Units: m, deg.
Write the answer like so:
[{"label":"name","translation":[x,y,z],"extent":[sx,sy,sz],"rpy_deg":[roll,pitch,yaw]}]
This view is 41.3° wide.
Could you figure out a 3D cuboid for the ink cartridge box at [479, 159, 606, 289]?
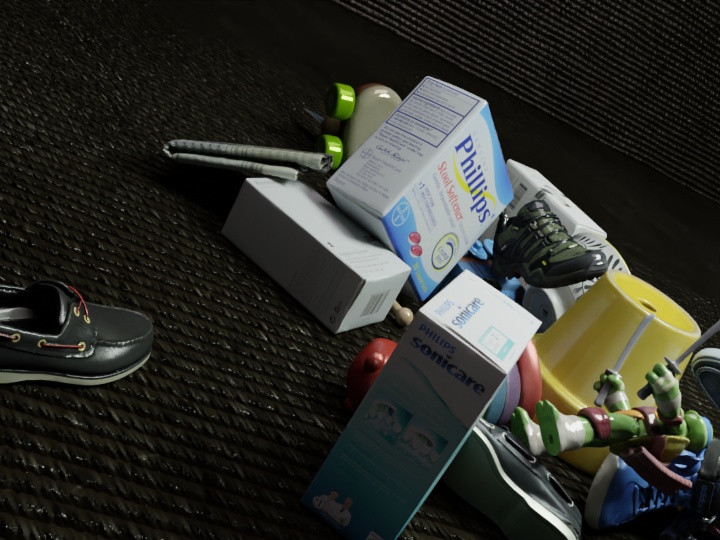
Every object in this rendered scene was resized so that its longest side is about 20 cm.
[{"label":"ink cartridge box","translation":[0.281,-0.062,1.555],"extent":[0.084,0.147,0.201],"rpy_deg":[14,28,-40]}]

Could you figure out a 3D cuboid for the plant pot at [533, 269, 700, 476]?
[{"label":"plant pot","translation":[0.295,0.111,1.135],"extent":[0.199,0.190,0.201],"rpy_deg":[25,21,-11]}]

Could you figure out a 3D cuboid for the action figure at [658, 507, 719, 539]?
[{"label":"action figure","translation":[0.417,0.288,1.069],"extent":[0.198,0.105,0.194],"rpy_deg":[-25,52,-20]}]

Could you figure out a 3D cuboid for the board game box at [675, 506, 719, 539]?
[{"label":"board game box","translation":[0.451,0.279,1.175],"extent":[0.198,0.039,0.158],"rpy_deg":[31,21,2]}]

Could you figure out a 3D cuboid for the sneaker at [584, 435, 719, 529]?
[{"label":"sneaker","translation":[0.326,0.224,1.000],"extent":[0.110,0.078,0.199],"rpy_deg":[25,34,37]}]

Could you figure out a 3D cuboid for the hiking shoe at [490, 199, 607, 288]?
[{"label":"hiking shoe","translation":[0.228,-0.036,1.199],"extent":[0.075,0.102,0.199],"rpy_deg":[-12,11,-30]}]

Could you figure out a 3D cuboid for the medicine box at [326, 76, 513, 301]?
[{"label":"medicine box","translation":[0.080,-0.100,1.192],"extent":[0.102,0.200,0.183],"rpy_deg":[32,-18,36]}]

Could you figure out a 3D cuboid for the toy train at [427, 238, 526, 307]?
[{"label":"toy train","translation":[0.159,0.014,1.320],"extent":[0.199,0.087,0.115],"rpy_deg":[8,40,-50]}]

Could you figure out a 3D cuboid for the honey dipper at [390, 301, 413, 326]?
[{"label":"honey dipper","translation":[0.000,0.000,1.206],"extent":[0.200,0.038,0.038],"rpy_deg":[47,26,27]}]

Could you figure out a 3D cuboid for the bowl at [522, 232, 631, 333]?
[{"label":"bowl","translation":[0.280,0.055,1.295],"extent":[0.093,0.203,0.201],"rpy_deg":[-9,37,-21]}]

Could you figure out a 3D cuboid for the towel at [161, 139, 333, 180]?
[{"label":"towel","translation":[-0.133,-0.141,1.216],"extent":[0.197,0.035,0.193],"rpy_deg":[6,7,3]}]

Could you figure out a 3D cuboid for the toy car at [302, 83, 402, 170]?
[{"label":"toy car","translation":[-0.012,-0.245,1.589],"extent":[0.162,0.160,0.200],"rpy_deg":[6,19,-27]}]

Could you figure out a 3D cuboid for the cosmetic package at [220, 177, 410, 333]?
[{"label":"cosmetic package","translation":[-0.053,-0.023,1.115],"extent":[0.199,0.082,0.112],"rpy_deg":[40,25,21]}]

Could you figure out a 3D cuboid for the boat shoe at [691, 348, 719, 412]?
[{"label":"boat shoe","translation":[0.435,0.175,1.047],"extent":[0.200,0.071,0.091],"rpy_deg":[42,58,19]}]

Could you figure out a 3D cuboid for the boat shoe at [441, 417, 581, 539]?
[{"label":"boat shoe","translation":[0.132,0.183,0.892],"extent":[0.199,0.075,0.066],"rpy_deg":[41,40,12]}]

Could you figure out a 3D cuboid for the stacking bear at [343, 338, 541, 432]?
[{"label":"stacking bear","translation":[0.075,0.111,0.964],"extent":[0.198,0.122,0.114],"rpy_deg":[5,41,-32]}]

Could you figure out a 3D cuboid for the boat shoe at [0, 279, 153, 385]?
[{"label":"boat shoe","translation":[-0.239,0.045,0.747],"extent":[0.200,0.064,0.074],"rpy_deg":[6,29,-50]}]

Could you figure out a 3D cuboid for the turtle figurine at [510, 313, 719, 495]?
[{"label":"turtle figurine","translation":[0.249,0.116,0.934],"extent":[0.191,0.203,0.144],"rpy_deg":[-6,19,-17]}]

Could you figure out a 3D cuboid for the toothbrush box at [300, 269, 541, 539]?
[{"label":"toothbrush box","translation":[0.053,0.115,0.789],"extent":[0.085,0.202,0.146],"rpy_deg":[34,21,11]}]
